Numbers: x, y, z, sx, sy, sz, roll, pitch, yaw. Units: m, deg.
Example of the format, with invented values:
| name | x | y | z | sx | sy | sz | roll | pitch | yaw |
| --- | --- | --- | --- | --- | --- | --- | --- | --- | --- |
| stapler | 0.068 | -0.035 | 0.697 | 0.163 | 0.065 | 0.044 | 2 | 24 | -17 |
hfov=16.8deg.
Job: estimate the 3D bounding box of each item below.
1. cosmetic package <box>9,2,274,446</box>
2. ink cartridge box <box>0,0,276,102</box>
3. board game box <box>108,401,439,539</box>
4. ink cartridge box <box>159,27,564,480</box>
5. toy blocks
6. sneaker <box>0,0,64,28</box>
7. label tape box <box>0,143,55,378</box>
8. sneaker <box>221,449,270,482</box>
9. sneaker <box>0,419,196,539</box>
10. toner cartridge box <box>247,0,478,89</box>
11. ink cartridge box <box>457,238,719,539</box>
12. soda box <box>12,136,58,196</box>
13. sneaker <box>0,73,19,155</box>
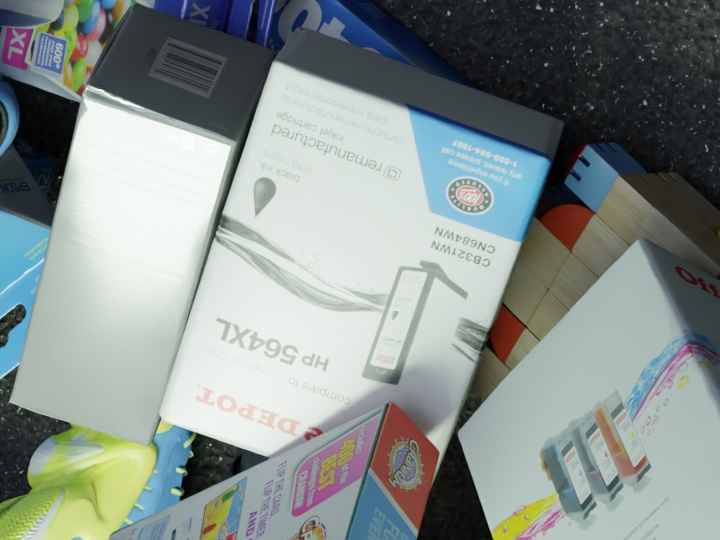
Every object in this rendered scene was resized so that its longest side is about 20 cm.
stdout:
| name | x | y | z | sx | sy | sz | roll | pitch | yaw |
| --- | --- | --- | --- | --- | --- | --- | --- | --- | --- |
| cosmetic package | -0.114 | -0.022 | 1.263 | 0.090 | 0.107 | 0.200 | 20 | 121 | -3 |
| ink cartridge box | -0.124 | -0.145 | 1.342 | 0.200 | 0.042 | 0.119 | 21 | 101 | 44 |
| board game box | -0.062 | 0.161 | 1.181 | 0.200 | 0.153 | 0.040 | -27 | 119 | 34 |
| ink cartridge box | 0.000 | 0.000 | 1.225 | 0.146 | 0.084 | 0.200 | 19 | 109 | 2 |
| toy blocks | 0.116 | 0.012 | 1.264 | 0.137 | 0.100 | 0.200 | 46 | 122 | 28 |
| sneaker | -0.238 | -0.206 | 1.389 | 0.199 | 0.081 | 0.115 | 18 | 96 | 52 |
| label tape box | -0.258 | -0.027 | 1.376 | 0.143 | 0.066 | 0.200 | -37 | 77 | 22 |
| sneaker | -0.061 | 0.147 | 1.363 | 0.079 | 0.078 | 0.200 | 10 | 101 | 19 |
| sneaker | -0.130 | 0.121 | 1.385 | 0.200 | 0.105 | 0.076 | -48 | 33 | -17 |
| toner cartridge box | -0.012 | -0.098 | 1.333 | 0.200 | 0.043 | 0.095 | 40 | 113 | 17 |
| ink cartridge box | 0.159 | 0.116 | 1.121 | 0.145 | 0.145 | 0.200 | -48 | 33 | 23 |
| soda box | -0.253 | 0.011 | 1.450 | 0.068 | 0.064 | 0.200 | 29 | 107 | 21 |
| sneaker | -0.260 | -0.034 | 1.265 | 0.200 | 0.083 | 0.071 | -46 | 77 | 20 |
